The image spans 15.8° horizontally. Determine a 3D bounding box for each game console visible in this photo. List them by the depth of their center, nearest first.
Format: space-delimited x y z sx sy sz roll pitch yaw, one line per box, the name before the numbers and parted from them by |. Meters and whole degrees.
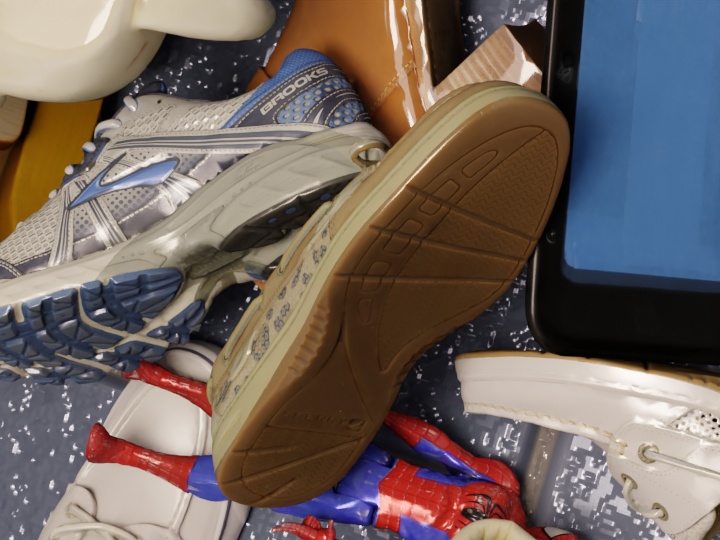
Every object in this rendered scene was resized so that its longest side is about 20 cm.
game console | 0.165 -0.062 0.946 0.175 0.116 0.201 5 90 21

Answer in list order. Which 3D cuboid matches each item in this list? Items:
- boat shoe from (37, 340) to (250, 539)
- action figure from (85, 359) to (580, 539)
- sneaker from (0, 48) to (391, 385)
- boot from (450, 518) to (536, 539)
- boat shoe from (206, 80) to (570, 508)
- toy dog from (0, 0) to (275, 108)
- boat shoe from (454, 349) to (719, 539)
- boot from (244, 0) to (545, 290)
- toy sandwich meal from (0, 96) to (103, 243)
boat shoe | -0.105 0.123 1.067 0.072 0.066 0.201 29 98 20
action figure | -0.007 0.082 1.023 0.199 0.052 0.066 19 69 3
sneaker | -0.081 -0.022 0.999 0.199 0.077 0.085 -22 60 8
boot | 0.054 0.181 0.932 0.075 0.200 0.108 2 126 -13
boat shoe | 0.000 0.000 0.939 0.200 0.073 0.063 -51 41 27
toy dog | -0.123 -0.125 0.962 0.193 0.200 0.140 1 96 3
boat shoe | 0.126 0.072 0.979 0.199 0.071 0.070 10 93 20
boot | -0.018 -0.086 1.042 0.155 0.074 0.200 -41 70 21
toy sandwich meal | -0.183 -0.069 1.054 0.070 0.205 0.206 -40 70 58
